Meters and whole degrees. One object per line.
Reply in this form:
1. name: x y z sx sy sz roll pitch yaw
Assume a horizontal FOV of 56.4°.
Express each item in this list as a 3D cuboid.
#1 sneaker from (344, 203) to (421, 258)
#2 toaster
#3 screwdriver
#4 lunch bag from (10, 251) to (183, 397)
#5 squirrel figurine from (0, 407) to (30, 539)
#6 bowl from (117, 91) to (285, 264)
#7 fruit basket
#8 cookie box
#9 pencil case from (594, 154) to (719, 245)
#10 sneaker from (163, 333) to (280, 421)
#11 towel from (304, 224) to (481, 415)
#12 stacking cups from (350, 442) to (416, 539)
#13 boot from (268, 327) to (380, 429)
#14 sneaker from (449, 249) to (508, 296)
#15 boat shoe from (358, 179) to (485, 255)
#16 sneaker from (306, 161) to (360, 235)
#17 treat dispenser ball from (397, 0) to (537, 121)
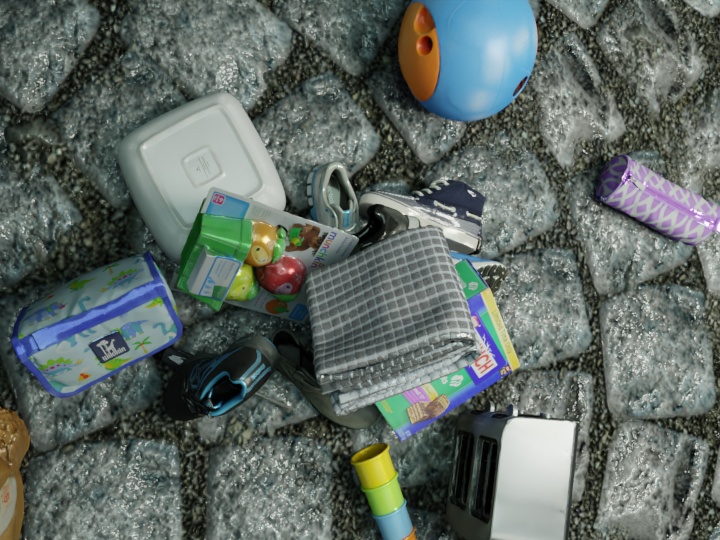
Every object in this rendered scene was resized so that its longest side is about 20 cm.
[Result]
1. sneaker: 0.000 0.000 0.897 0.089 0.066 0.204 29 87 -30
2. toaster: 0.203 0.287 0.915 0.115 0.181 0.206 10 81 -9
3. screwdriver: -0.177 0.151 0.912 0.196 0.029 0.029 27 78 -14
4. lunch bag: -0.305 0.057 0.797 0.167 0.200 0.130 -27 90 -16
5. squirrel figurine: -0.499 0.239 0.782 0.181 0.142 0.206 6 69 -3
6. bowl: -0.211 -0.130 0.906 0.197 0.075 0.204 -29 93 -14
7. fruit basket: -0.126 -0.004 0.854 0.196 0.186 0.095 22 41 -19
8. cookie box: 0.096 0.108 0.891 0.197 0.076 0.173 -32 130 0
9. pencil case: 0.473 -0.113 1.070 0.196 0.085 0.086 23 81 -12
10. sneaker: -0.189 0.144 0.832 0.074 0.198 0.082 50 32 -12
11. towel: 0.027 0.052 0.788 0.195 0.086 0.169 -21 54 8
12. stacking cups: 0.047 0.346 0.936 0.059 0.060 0.205 -22 95 -15
13. boot: -0.046 0.151 0.888 0.198 0.130 0.068 37 78 -8
14. sneaker: 0.133 -0.005 0.968 0.196 0.090 0.080 11 119 -37
15. boat shoe: 0.095 -0.096 0.987 0.196 0.074 0.095 22 72 -18
16. sneaker: -0.030 -0.055 0.937 0.073 0.086 0.206 -13 90 -17
17. treat dispenser ball: 0.149 -0.316 0.949 0.195 0.201 0.207 1 84 -14
